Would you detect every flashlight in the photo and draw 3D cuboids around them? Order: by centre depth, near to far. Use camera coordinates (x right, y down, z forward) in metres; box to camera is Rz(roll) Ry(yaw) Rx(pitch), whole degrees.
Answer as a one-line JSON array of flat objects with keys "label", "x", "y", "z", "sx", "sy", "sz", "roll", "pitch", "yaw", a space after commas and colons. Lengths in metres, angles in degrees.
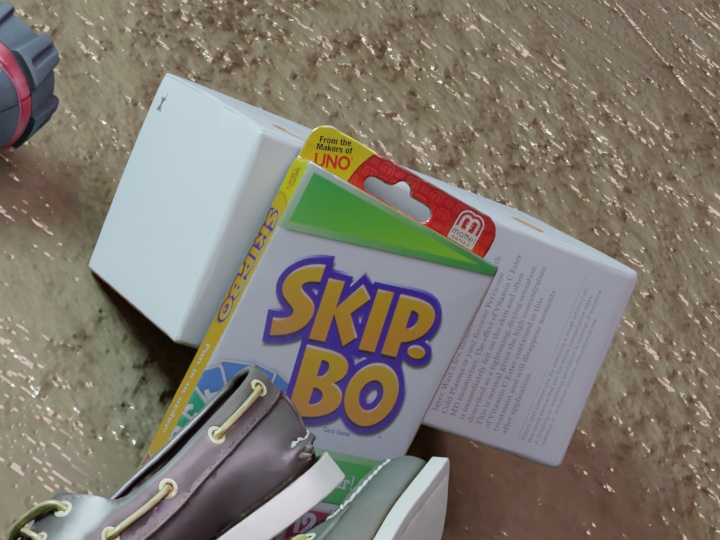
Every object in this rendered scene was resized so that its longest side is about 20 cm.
[{"label": "flashlight", "x": -0.195, "y": -0.049, "z": 1.022, "sx": 0.068, "sy": 0.068, "sz": 0.200, "roll": 42, "pitch": 33, "yaw": -4}]

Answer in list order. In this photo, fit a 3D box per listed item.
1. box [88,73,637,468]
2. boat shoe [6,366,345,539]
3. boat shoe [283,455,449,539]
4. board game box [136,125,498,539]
[{"label": "box", "x": 0.000, "y": 0.000, "z": 1.087, "sx": 0.199, "sy": 0.098, "sz": 0.124, "roll": 20, "pitch": 6, "yaw": -27}, {"label": "boat shoe", "x": -0.095, "y": 0.106, "z": 0.907, "sx": 0.199, "sy": 0.072, "sz": 0.060, "roll": -33, "pitch": 89, "yaw": -31}, {"label": "boat shoe", "x": -0.020, "y": 0.130, "z": 0.915, "sx": 0.060, "sy": 0.073, "sz": 0.202, "roll": 13, "pitch": 36, "yaw": 17}, {"label": "board game box", "x": -0.021, "y": 0.050, "z": 0.992, "sx": 0.095, "sy": 0.201, "sz": 0.030, "roll": 28, "pitch": -6, "yaw": -20}]
